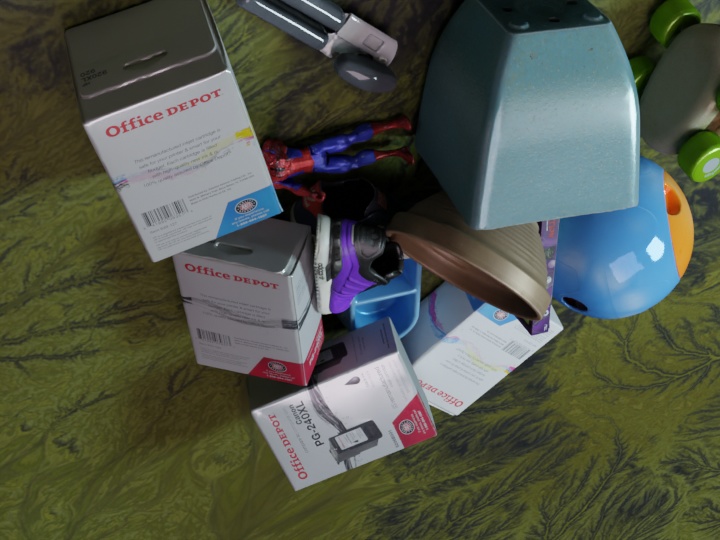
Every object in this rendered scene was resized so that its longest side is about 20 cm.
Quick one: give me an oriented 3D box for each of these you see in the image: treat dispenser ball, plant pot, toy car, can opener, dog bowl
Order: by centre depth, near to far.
[{"bbox_3d":[-0.037,-0.239,1.317,0.199,0.067,0.053,23,122,-40],"label":"can opener"},{"bbox_3d":[0.179,-0.189,1.383,0.194,0.197,0.202,-9,125,-14],"label":"plant pot"},{"bbox_3d":[0.134,-0.032,1.449,0.200,0.200,0.093,36,82,-44],"label":"plant pot"},{"bbox_3d":[0.424,-0.203,1.499,0.198,0.165,0.158,-2,136,-36],"label":"toy car"},{"bbox_3d":[0.297,-0.043,1.569,0.199,0.202,0.202,-12,138,-11],"label":"treat dispenser ball"},{"bbox_3d":[0.024,0.018,1.629,0.110,0.050,0.201,-12,137,-12],"label":"dog bowl"}]

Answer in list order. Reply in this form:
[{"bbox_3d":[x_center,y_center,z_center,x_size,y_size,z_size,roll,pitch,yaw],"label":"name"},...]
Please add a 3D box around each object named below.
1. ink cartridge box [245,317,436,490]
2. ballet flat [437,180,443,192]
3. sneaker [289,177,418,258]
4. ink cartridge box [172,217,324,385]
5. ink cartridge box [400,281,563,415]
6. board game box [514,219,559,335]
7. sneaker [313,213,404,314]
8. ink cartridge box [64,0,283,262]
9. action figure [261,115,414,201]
[{"bbox_3d":[-0.025,0.169,1.634,0.198,0.084,0.146,-23,121,5],"label":"ink cartridge box"},{"bbox_3d":[0.134,-0.074,1.569,0.067,0.064,0.201,-21,139,-9],"label":"ballet flat"},{"bbox_3d":[0.022,-0.067,1.512,0.198,0.076,0.085,1,148,-25],"label":"sneaker"},{"bbox_3d":[-0.125,0.029,1.504,0.144,0.084,0.201,11,139,14],"label":"ink cartridge box"},{"bbox_3d":[0.142,0.086,1.727,0.200,0.085,0.144,-42,134,20],"label":"ink cartridge box"},{"bbox_3d":[0.191,-0.040,1.527,0.032,0.120,0.202,-13,124,-21],"label":"board game box"},{"bbox_3d":[0.000,0.000,1.476,0.098,0.070,0.200,1,160,2],"label":"sneaker"},{"bbox_3d":[-0.184,-0.144,1.293,0.146,0.145,0.201,-20,139,-3],"label":"ink cartridge box"},{"bbox_3d":[-0.034,-0.117,1.426,0.198,0.099,0.066,-11,117,-9],"label":"action figure"}]
